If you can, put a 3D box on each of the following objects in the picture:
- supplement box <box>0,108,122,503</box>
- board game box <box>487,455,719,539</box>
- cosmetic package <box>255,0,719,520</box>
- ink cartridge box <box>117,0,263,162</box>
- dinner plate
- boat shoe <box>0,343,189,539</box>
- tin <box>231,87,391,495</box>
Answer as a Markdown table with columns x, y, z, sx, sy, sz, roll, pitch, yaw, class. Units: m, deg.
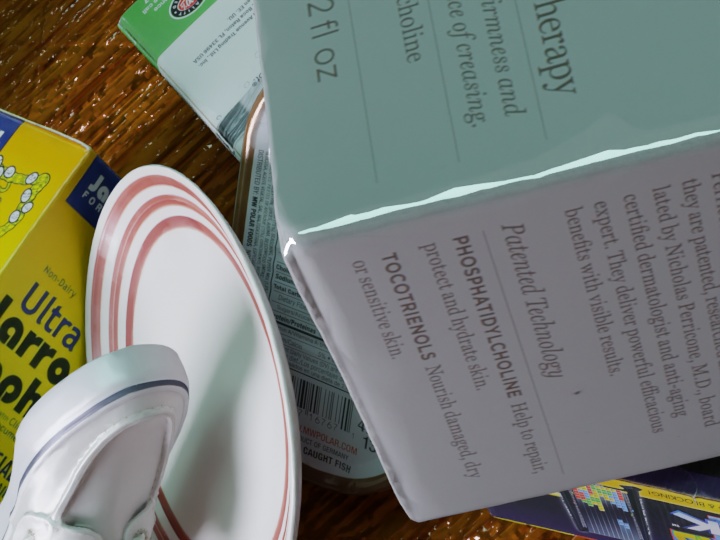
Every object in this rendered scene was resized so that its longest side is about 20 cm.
| x | y | z | sx | sy | sz | roll | pitch | yaw | class |
| --- | --- | --- | --- | --- | --- | --- | --- | --- | --- |
| -0.184 | 0.037 | 1.023 | 0.109 | 0.109 | 0.200 | 22 | 73 | 40 | supplement box |
| 0.149 | 0.009 | 0.791 | 0.165 | 0.057 | 0.200 | 12 | 60 | 24 | board game box |
| 0.083 | -0.048 | 0.704 | 0.199 | 0.167 | 0.168 | -14 | 52 | 7 | cosmetic package |
| 0.001 | -0.093 | 1.015 | 0.147 | 0.083 | 0.200 | -42 | 48 | 1 | ink cartridge box |
| -0.067 | 0.054 | 0.920 | 0.024 | 0.201 | 0.200 | -10 | 39 | -30 | dinner plate |
| -0.117 | 0.112 | 0.913 | 0.200 | 0.072 | 0.066 | -54 | 54 | 35 | boat shoe |
| 0.000 | 0.000 | 0.895 | 0.112 | 0.201 | 0.042 | 19 | 29 | 20 | tin |
